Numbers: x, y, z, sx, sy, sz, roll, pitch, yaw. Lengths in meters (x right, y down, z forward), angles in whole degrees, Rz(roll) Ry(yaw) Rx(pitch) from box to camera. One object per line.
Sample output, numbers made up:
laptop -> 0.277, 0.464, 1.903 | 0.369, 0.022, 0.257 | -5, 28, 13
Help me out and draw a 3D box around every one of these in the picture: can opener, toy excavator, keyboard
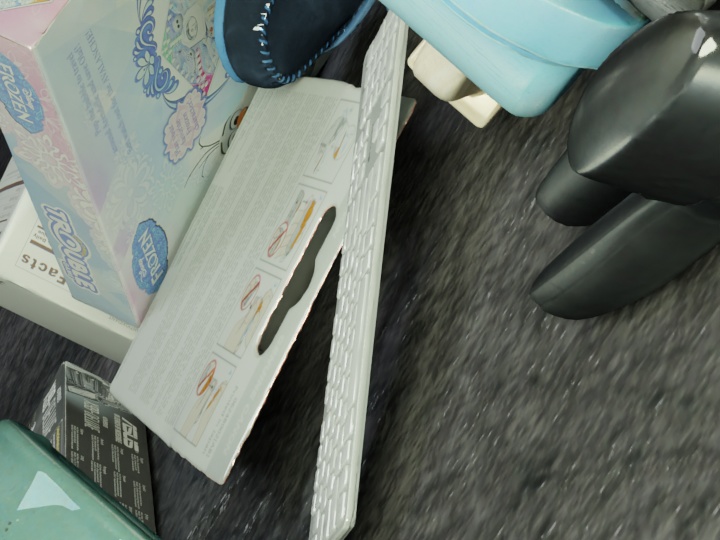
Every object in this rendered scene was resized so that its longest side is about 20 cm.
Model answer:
can opener -> 0.079, -0.032, 0.519 | 0.200, 0.078, 0.064 | 136, 151, -75
toy excavator -> 0.047, -0.092, 0.636 | 0.200, 0.100, 0.194 | -49, -1, 39
keyboard -> 0.000, 0.000, 0.739 | 0.056, 0.011, 0.200 | 110, 168, -63

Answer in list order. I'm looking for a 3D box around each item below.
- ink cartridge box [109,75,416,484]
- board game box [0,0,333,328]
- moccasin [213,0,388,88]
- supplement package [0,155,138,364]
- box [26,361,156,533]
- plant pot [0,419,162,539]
ink cartridge box -> -0.030, 0.003, 0.887 | 0.160, 0.047, 0.200 | -63, 20, -2
board game box -> -0.077, -0.109, 0.941 | 0.199, 0.043, 0.200 | -57, -23, -26
moccasin -> 0.008, -0.160, 0.930 | 0.200, 0.068, 0.081 | -61, -30, -21
supplement package -> -0.112, -0.062, 1.131 | 0.200, 0.114, 0.110 | -65, 16, -11
box -> -0.156, 0.149, 1.040 | 0.158, 0.050, 0.200 | -60, 15, 10
plant pot -> -0.108, 0.153, 0.617 | 0.188, 0.200, 0.200 | -49, 13, -8
